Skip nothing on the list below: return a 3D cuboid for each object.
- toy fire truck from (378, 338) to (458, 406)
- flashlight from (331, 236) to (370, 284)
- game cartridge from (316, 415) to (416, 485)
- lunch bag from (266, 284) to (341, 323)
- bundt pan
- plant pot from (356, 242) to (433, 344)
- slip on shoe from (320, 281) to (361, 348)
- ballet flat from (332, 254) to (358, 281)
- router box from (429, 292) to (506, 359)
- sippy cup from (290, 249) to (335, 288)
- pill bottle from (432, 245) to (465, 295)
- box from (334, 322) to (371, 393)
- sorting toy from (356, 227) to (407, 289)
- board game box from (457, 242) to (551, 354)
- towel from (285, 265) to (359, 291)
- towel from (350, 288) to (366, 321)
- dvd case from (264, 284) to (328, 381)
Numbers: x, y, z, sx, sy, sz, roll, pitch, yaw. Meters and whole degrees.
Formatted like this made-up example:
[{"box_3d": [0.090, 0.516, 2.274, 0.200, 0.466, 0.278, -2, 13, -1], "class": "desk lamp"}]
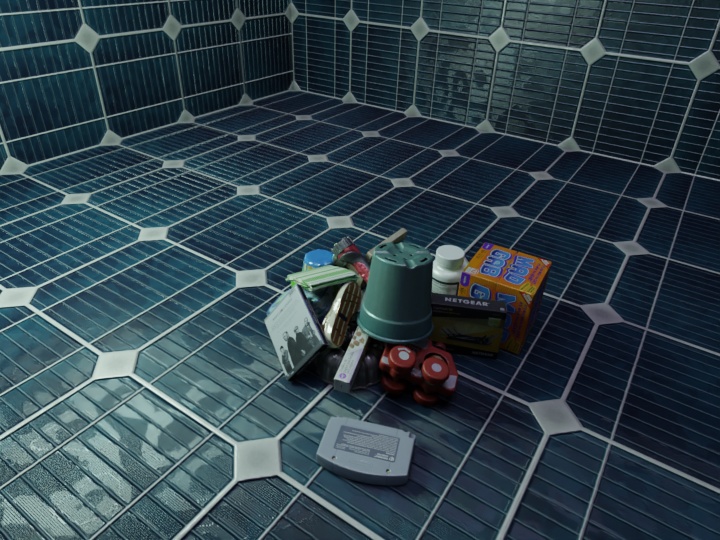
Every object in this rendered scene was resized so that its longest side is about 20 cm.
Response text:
[{"box_3d": [0.147, 0.224, 1.287, 0.198, 0.113, 0.168, 19, 41, 7], "class": "toy fire truck"}, {"box_3d": [0.000, 0.000, 1.465, 0.201, 0.068, 0.068, 54, 21, 11], "class": "flashlight"}, {"box_3d": [0.012, 0.389, 1.121, 0.198, 0.041, 0.133, 10, 30, 12], "class": "game cartridge"}, {"box_3d": [-0.150, 0.093, 1.470, 0.199, 0.083, 0.161, -16, 22, 27], "class": "lunch bag"}, {"box_3d": [-0.023, 0.213, 1.358, 0.200, 0.076, 0.202, 1, 32, 0], "class": "bundt pan"}, {"box_3d": [0.097, 0.046, 1.298, 0.198, 0.198, 0.201, 5, 25, -2], "class": "plant pot"}, {"box_3d": [-0.056, 0.112, 1.351, 0.060, 0.076, 0.201, -12, 46, 38], "class": "slip on shoe"}, {"box_3d": [-0.022, 0.006, 1.610, 0.068, 0.200, 0.068, 34, 87, 33], "class": "ballet flat"}, {"box_3d": [0.279, 0.149, 1.399, 0.198, 0.158, 0.052, 6, 32, 8], "class": "router box"}, {"box_3d": [-0.125, 0.011, 1.615, 0.138, 0.131, 0.178, 9, 33, 12], "class": "sippy cup"}, {"box_3d": [0.254, 0.032, 1.540, 0.110, 0.201, 0.111, 2, 32, -1], "class": "pill bottle"}, {"box_3d": [-0.014, 0.206, 1.263, 0.038, 0.042, 0.200, 12, 38, 13], "class": "box"}, {"box_3d": [0.075, -0.001, 1.598, 0.069, 0.201, 0.198, 36, 43, 18], "class": "sorting toy"}, {"box_3d": [0.400, 0.073, 1.483, 0.199, 0.201, 0.200, 19, 36, 24], "class": "board game box"}, {"box_3d": [-0.108, 0.019, 1.437, 0.151, 0.024, 0.200, -15, 12, -25], "class": "towel"}, {"box_3d": [-0.070, 0.119, 1.472, 0.199, 0.031, 0.149, -19, 19, 21], "class": "towel"}, {"box_3d": [-0.169, 0.157, 1.337, 0.025, 0.150, 0.201, 19, 33, -46], "class": "dvd case"}]
